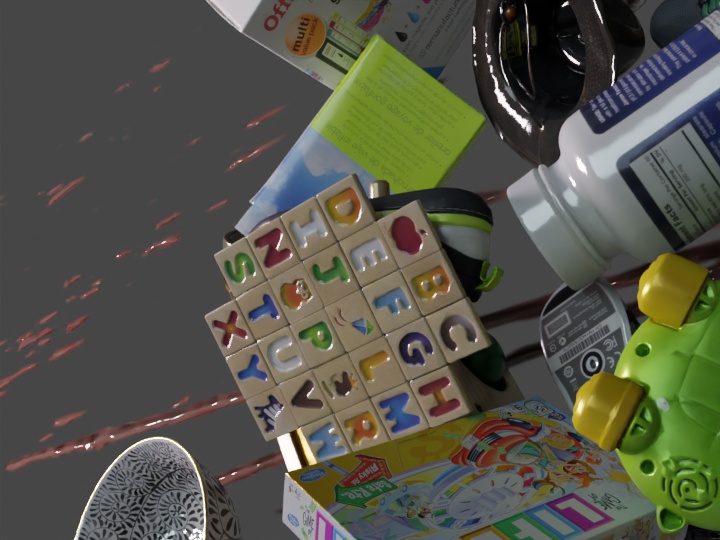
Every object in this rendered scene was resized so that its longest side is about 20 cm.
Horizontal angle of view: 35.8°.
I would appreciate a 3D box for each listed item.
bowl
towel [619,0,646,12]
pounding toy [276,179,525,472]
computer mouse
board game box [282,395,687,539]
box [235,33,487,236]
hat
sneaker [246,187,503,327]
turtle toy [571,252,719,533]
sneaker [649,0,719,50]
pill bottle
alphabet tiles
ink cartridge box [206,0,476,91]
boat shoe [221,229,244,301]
[{"bbox_3d":[-0.162,0.255,0.974,0.200,0.094,0.203,-25,53,39],"label":"bowl"},{"bbox_3d":[0.213,-0.328,0.836,0.192,0.032,0.201,110,161,-45],"label":"towel"},{"bbox_3d":[0.025,0.082,0.817,0.200,0.142,0.185,-47,42,20],"label":"pounding toy"},{"bbox_3d":[0.176,0.092,0.725,0.109,0.044,0.202,-39,51,34],"label":"computer mouse"},{"bbox_3d":[0.074,0.136,0.642,0.134,0.198,0.035,31,124,48],"label":"board game box"},{"bbox_3d":[0.002,-0.080,0.937,0.122,0.048,0.201,38,92,9],"label":"box"},{"bbox_3d":[0.157,-0.167,0.832,0.200,0.080,0.203,167,90,-72],"label":"hat"},{"bbox_3d":[0.000,0.000,0.745,0.198,0.071,0.084,-10,75,34],"label":"sneaker"},{"bbox_3d":[0.214,0.057,0.622,0.145,0.101,0.201,28,80,17],"label":"turtle toy"},{"bbox_3d":[0.267,-0.195,0.734,0.199,0.087,0.075,-4,67,47],"label":"sneaker"},{"bbox_3d":[0.196,-0.076,0.708,0.199,0.111,0.112,-35,46,16],"label":"pill bottle"},{"bbox_3d":[-0.015,0.039,0.736,0.199,0.006,0.168,-27,89,34],"label":"alphabet tiles"},{"bbox_3d":[-0.022,-0.252,0.999,0.148,0.199,0.145,-55,40,12],"label":"ink cartridge box"},{"bbox_3d":[-0.051,0.026,1.002,0.199,0.071,0.069,31,123,43],"label":"boat shoe"}]
